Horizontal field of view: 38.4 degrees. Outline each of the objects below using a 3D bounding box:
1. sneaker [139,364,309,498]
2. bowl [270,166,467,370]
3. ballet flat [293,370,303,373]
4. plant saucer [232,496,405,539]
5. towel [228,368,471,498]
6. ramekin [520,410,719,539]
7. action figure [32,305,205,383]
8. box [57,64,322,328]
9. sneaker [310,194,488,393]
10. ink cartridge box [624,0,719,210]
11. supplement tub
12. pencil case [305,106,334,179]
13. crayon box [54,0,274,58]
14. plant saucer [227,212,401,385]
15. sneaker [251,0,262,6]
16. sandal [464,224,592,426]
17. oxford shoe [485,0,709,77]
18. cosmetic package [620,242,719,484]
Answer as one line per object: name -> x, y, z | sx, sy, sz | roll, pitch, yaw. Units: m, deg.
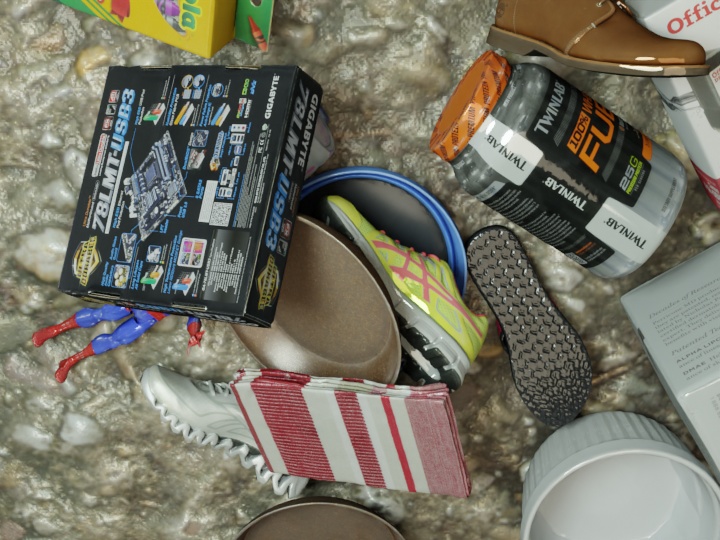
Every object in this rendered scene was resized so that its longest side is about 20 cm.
sneaker -> -0.120, 0.138, 1.001 | 0.198, 0.075, 0.082 | 33, 100, -20
bowl -> 0.000, 0.000, 0.958 | 0.196, 0.039, 0.204 | 0, 111, 1
ballet flat -> 0.000, 0.148, 0.976 | 0.197, 0.072, 0.072 | 21, 111, -24
plant saucer -> -0.042, 0.299, 1.059 | 0.196, 0.035, 0.203 | -1, 124, -1
towel -> -0.006, 0.143, 0.907 | 0.196, 0.023, 0.145 | 3, 136, 20
ramekin -> 0.250, 0.235, 1.009 | 0.196, 0.105, 0.204 | 0, 111, 1
action figure -> -0.210, 0.051, 0.953 | 0.197, 0.099, 0.066 | -26, 110, 8
box -> -0.141, -0.066, 0.839 | 0.195, 0.050, 0.204 | 5, 78, 30
sneaker -> 0.035, 0.009, 0.909 | 0.201, 0.090, 0.078 | 50, 146, 0
ink cartridge box -> 0.329, -0.167, 0.867 | 0.145, 0.083, 0.202 | -29, 108, 12
supplement tub -> 0.165, -0.091, 0.877 | 0.198, 0.123, 0.123 | 30, 109, -11
pencil case -> -0.117, -0.082, 0.906 | 0.199, 0.083, 0.091 | -39, 87, 13
crayon box -> -0.161, -0.252, 0.812 | 0.197, 0.051, 0.129 | 21, 128, 12
plant saucer -> -0.042, 0.027, 0.887 | 0.198, 0.037, 0.203 | 22, 135, 24
sneaker -> -0.067, -0.264, 0.839 | 0.198, 0.081, 0.071 | -29, 110, 13
sandal -> 0.159, 0.049, 0.979 | 0.074, 0.045, 0.203 | -25, 94, 5
oxford shoe -> 0.186, -0.195, 0.818 | 0.198, 0.071, 0.073 | 25, 113, 36
cosmetic package -> 0.352, 0.087, 0.900 | 0.163, 0.201, 0.166 | -29, 108, 11
